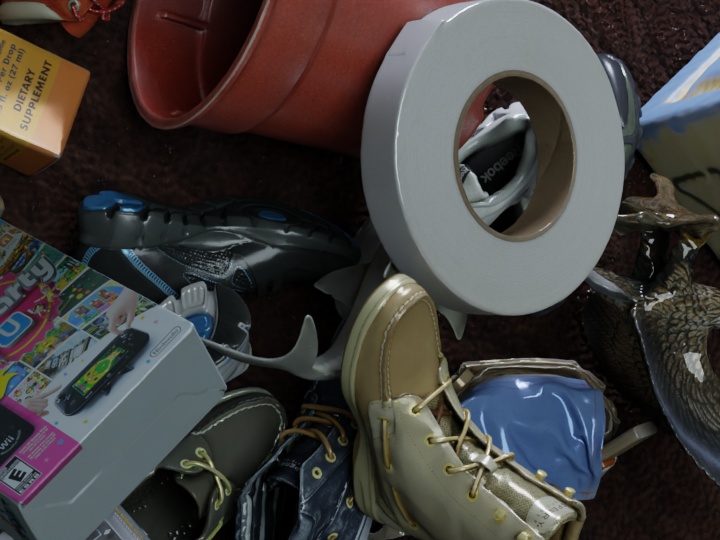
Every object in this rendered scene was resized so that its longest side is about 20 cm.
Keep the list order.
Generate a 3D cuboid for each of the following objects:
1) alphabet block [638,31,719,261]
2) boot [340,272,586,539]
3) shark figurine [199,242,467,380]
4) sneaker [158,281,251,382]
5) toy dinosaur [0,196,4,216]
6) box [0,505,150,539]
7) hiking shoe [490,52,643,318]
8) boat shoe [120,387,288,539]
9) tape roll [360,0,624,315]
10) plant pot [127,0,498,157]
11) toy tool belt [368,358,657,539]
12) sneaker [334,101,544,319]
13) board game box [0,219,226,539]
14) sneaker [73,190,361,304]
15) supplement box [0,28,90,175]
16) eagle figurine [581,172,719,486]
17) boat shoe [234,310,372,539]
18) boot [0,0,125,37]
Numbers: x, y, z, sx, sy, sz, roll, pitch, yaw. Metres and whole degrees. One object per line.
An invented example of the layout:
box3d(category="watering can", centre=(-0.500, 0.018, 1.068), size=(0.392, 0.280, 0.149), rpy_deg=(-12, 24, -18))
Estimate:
box3d(category="alphabet block", centre=(0.353, -0.096, 1.486), size=(0.196, 0.195, 0.200), rpy_deg=(-43, 104, -20))
box3d(category="boot", centre=(0.064, 0.108, 1.236), size=(0.073, 0.155, 0.201), rpy_deg=(-33, 138, -34))
box3d(category="shark figurine", centre=(-0.007, 0.021, 1.302), size=(0.215, 0.089, 0.129), rpy_deg=(-47, 136, -34))
box3d(category="sneaker", centre=(-0.151, 0.090, 1.303), size=(0.199, 0.087, 0.075), rpy_deg=(-28, 64, -5))
box3d(category="toy dinosaur", centre=(-0.316, -0.036, 1.252), size=(0.199, 0.047, 0.089), rpy_deg=(-19, 100, -22))
box3d(category="box", centre=(-0.200, 0.236, 1.233), size=(0.200, 0.048, 0.159), rpy_deg=(-39, 101, 4))
box3d(category="hiking shoe", centre=(0.130, -0.073, 1.443), size=(0.100, 0.076, 0.201), rpy_deg=(26, 76, -24))
box3d(category="boat shoe", centre=(-0.117, 0.149, 1.316), size=(0.202, 0.060, 0.072), rpy_deg=(-41, 102, -22))
box3d(category="tape roll", centre=(0.087, -0.072, 1.284), size=(0.202, 0.037, 0.204), rpy_deg=(-1, 92, -39))
box3d(category="plant pot", centre=(-0.021, -0.162, 1.329), size=(0.194, 0.200, 0.202), rpy_deg=(17, 78, -31))
box3d(category="toy tool belt", centre=(0.091, 0.123, 1.381), size=(0.199, 0.123, 0.126), rpy_deg=(-8, 88, -25))
box3d(category="sneaker", centre=(0.055, -0.038, 1.376), size=(0.075, 0.081, 0.200), rpy_deg=(43, 95, 3))
box3d(category="board game box", centre=(-0.200, 0.066, 1.211), size=(0.148, 0.200, 0.064), rpy_deg=(-46, 136, -22))
box3d(category="sneaker", centre=(-0.096, -0.005, 1.347), size=(0.199, 0.073, 0.082), rpy_deg=(3, 106, -23))
box3d(category="supplement box", centre=(-0.275, -0.131, 1.267), size=(0.199, 0.069, 0.067), rpy_deg=(23, 74, -19))
box3d(category="eagle figurine", centre=(0.219, 0.050, 1.401), size=(0.152, 0.150, 0.201), rpy_deg=(-27, 120, -55))
box3d(category="boat shoe", centre=(-0.021, 0.113, 1.327), size=(0.091, 0.071, 0.201), rpy_deg=(22, 80, -59))
box3d(category="boot", centre=(-0.152, -0.201, 1.275), size=(0.075, 0.199, 0.108), rpy_deg=(1, 90, -57))
